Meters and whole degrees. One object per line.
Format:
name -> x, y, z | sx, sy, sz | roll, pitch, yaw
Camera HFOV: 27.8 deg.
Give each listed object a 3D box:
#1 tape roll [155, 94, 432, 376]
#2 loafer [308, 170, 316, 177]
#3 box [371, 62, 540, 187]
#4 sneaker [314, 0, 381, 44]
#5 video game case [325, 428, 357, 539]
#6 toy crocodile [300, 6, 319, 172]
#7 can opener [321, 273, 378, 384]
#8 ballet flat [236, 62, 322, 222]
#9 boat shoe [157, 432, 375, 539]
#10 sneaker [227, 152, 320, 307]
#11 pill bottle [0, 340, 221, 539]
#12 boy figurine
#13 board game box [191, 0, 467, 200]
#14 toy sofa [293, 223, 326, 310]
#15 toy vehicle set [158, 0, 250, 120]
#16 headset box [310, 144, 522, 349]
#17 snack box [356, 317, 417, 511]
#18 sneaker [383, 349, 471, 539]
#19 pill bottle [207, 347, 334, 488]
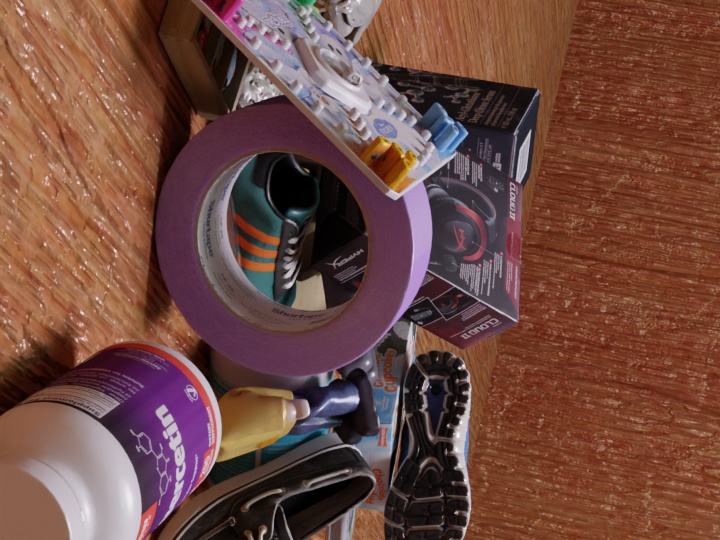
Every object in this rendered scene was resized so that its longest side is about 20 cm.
tape roll -> -0.049, -0.027, 1.079 | 0.066, 0.197, 0.203 | -38, 138, -71
loafer -> -0.013, -0.067, 1.400 | 0.070, 0.068, 0.204 | -2, 90, -35
box -> 0.078, -0.137, 1.547 | 0.149, 0.197, 0.108 | -57, 154, -60
sneaker -> -0.014, -0.264, 1.327 | 0.200, 0.075, 0.093 | 42, 65, -74
video game case -> -0.008, 0.165, 1.404 | 0.201, 0.023, 0.183 | -78, 173, -49
toy crocodile -> -0.035, -0.153, 1.290 | 0.201, 0.061, 0.068 | 67, 33, -37
can opener -> 0.000, 0.000, 1.263 | 0.053, 0.066, 0.202 | 67, 12, -62
ballet flat -> -0.066, -0.106, 1.246 | 0.201, 0.071, 0.072 | 83, 22, -55
boat shoe -> -0.080, 0.207, 1.216 | 0.064, 0.199, 0.071 | 47, -15, 52
sneaker -> -0.070, -0.036, 1.201 | 0.202, 0.079, 0.072 | 78, 27, -43
pill bottle -> -0.166, 0.121, 0.889 | 0.200, 0.111, 0.114 | -42, 142, -70
boy figurine -> -0.082, 0.124, 1.142 | 0.124, 0.198, 0.065 | -31, -106, 56
board game box -> -0.016, -0.146, 1.046 | 0.026, 0.200, 0.200 | -46, 178, 20
toy sofa -> -0.070, 0.058, 1.373 | 0.082, 0.097, 0.202 | -27, 132, -45
toy vehicle set -> -0.095, -0.230, 1.093 | 0.124, 0.026, 0.202 | 68, 35, -68
headset box -> 0.061, -0.035, 1.258 | 0.199, 0.075, 0.150 | 28, 51, -31
snack box -> 0.025, 0.110, 1.364 | 0.201, 0.037, 0.117 | -76, 171, -48
sneaker -> 0.068, 0.177, 1.311 | 0.089, 0.077, 0.203 | 53, 45, -76
pill bottle -> -0.081, 0.143, 1.290 | 0.111, 0.109, 0.202 | -56, 155, -59
